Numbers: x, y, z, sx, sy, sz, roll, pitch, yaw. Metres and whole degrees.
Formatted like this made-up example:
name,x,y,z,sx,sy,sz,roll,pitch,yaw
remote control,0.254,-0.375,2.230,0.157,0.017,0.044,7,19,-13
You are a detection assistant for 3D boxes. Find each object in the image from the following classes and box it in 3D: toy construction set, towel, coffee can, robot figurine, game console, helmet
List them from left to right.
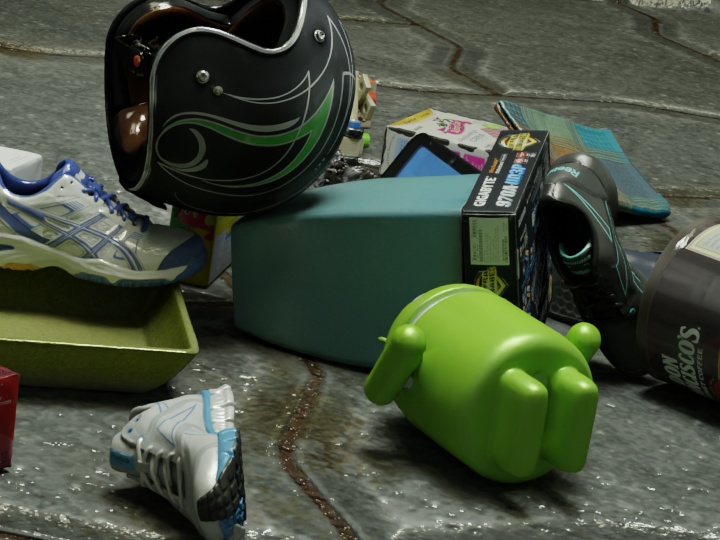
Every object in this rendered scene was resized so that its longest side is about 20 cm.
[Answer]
name,x,y,z,sx,sy,sz,roll,pitch,yaw
helmet,-0.099,-0.144,1.640,0.191,0.200,0.200,-3,20,-22
toy construction set,-0.066,-0.166,2.279,0.200,0.092,0.131,-11,23,-22
game console,0.006,-0.057,1.889,0.176,0.116,0.200,2,17,-21
robot figurine,0.092,0.080,1.474,0.175,0.116,0.200,-3,20,-27
towel,0.246,-0.121,2.220,0.200,0.022,0.147,11,37,-46
coffee can,0.347,0.053,1.636,0.200,0.146,0.146,23,22,40

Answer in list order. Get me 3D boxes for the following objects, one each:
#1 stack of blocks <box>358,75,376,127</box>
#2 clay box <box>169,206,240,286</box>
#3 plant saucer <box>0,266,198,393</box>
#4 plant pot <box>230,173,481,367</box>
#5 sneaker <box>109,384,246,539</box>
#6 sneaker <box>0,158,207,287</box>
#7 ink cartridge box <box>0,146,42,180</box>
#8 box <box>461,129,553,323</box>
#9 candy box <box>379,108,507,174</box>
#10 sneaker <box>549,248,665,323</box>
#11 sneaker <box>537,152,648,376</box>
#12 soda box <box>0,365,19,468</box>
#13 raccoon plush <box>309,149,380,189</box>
name,x,y,z,sx,sy,sz,roll,pitch,yaw
stack of blocks,-0.084,-0.232,2.524,0.115,0.059,0.200,-3,20,-35
clay box,-0.129,-0.097,1.809,0.048,0.200,0.115,11,16,9
plant saucer,-0.234,0.044,1.555,0.200,0.048,0.200,4,17,-12
plant pot,0.000,0.000,1.677,0.200,0.141,0.141,1,15,13
sneaker,-0.120,0.129,1.314,0.087,0.075,0.200,-2,10,-8
sneaker,-0.219,-0.041,1.610,0.200,0.088,0.075,7,15,-10
ink cartridge box,-0.376,-0.056,1.697,0.200,0.115,0.068,12,16,13
box,0.125,-0.011,1.669,0.046,0.159,0.200,2,24,13
candy box,0.139,-0.126,2.279,0.200,0.061,0.136,14,18,20
sneaker,0.244,0.000,1.860,0.202,0.077,0.146,31,37,30
sneaker,0.193,0.005,1.681,0.075,0.200,0.079,-16,14,31
soda box,-0.315,0.103,1.280,0.063,0.070,0.200,20,20,38
raccoon plush,-0.049,-0.094,2.108,0.200,0.097,0.134,39,4,0
